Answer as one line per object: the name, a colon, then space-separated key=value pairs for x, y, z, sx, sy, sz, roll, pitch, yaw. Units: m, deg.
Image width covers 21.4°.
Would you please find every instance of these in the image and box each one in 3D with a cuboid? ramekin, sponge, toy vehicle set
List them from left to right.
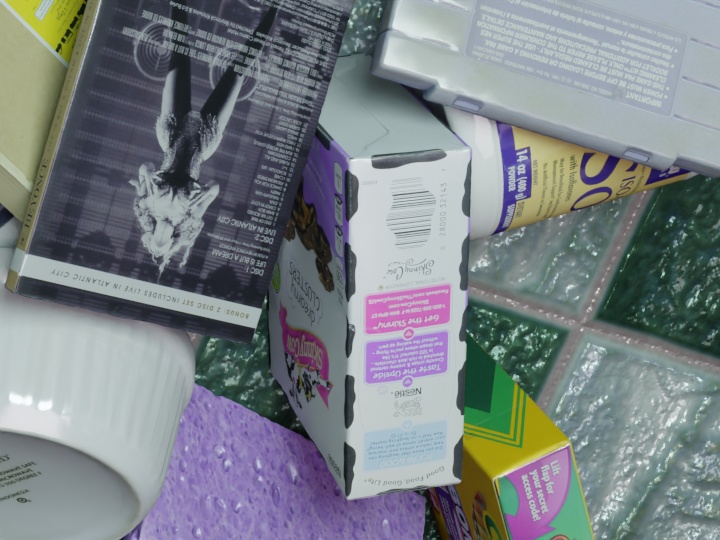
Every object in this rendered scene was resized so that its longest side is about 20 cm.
ramekin: x=-0.190 y=0.081 z=1.027 sx=0.201 sy=0.095 sz=0.203 roll=1 pitch=147 yaw=1
toy vehicle set: x=-0.151 y=-0.128 z=0.975 sx=0.124 sy=0.026 sz=0.201 roll=47 pitch=51 yaw=-29
sponge: x=-0.048 y=0.155 z=1.166 sx=0.199 sy=0.112 sz=0.030 roll=29 pitch=144 yaw=-27

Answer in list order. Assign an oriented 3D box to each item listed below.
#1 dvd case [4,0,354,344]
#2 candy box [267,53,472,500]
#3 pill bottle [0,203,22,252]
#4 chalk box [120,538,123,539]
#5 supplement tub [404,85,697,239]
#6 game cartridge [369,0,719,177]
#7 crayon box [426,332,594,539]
dvd case: x=-0.087 y=-0.072 z=0.959 sx=0.148 sy=0.016 sz=0.201 roll=14 pitch=93 yaw=-40
candy box: x=0.000 y=0.000 z=1.076 sx=0.071 sy=0.168 sz=0.202 roll=-7 pitch=114 yaw=-17
pill bottle: x=-0.211 y=-0.071 z=1.001 sx=0.111 sy=0.111 sz=0.200 roll=-43 pitch=119 yaw=2
chalk box: x=-0.166 y=0.227 z=1.141 sx=0.199 sy=0.124 sz=0.126 roll=15 pitch=106 yaw=-26
supplement tub: x=0.125 y=-0.109 z=1.087 sx=0.199 sy=0.145 sz=0.146 roll=-16 pitch=117 yaw=-12
game cartridge: x=0.112 y=-0.133 z=0.996 sx=0.199 sy=0.038 sz=0.131 roll=16 pitch=87 yaw=-11
crayon box: x=0.091 y=0.158 z=1.175 sx=0.058 sy=0.173 sz=0.201 roll=-22 pitch=118 yaw=-10
